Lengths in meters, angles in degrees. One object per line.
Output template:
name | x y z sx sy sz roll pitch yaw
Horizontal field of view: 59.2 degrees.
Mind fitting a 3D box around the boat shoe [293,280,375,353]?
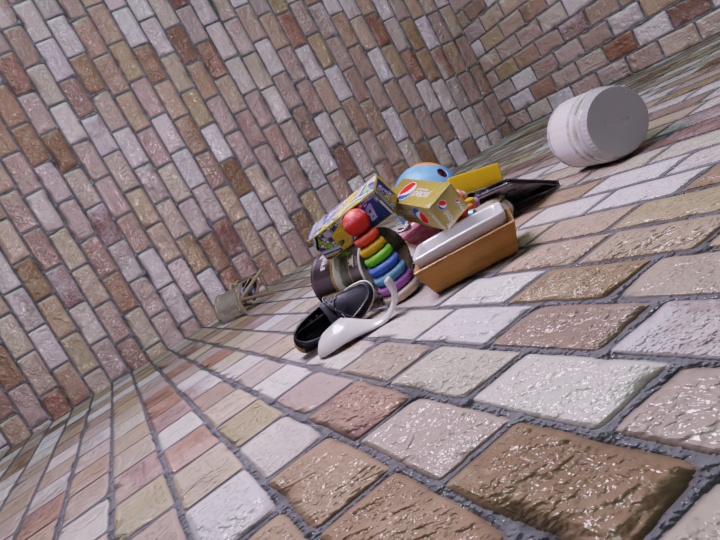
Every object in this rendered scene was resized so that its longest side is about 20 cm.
boat shoe | -0.053 0.090 1.258 0.199 0.075 0.062 -36 -21 -4

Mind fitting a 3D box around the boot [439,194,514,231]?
boot | 0.270 -0.108 1.372 0.153 0.073 0.200 -29 7 -10

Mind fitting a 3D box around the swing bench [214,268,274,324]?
swing bench | -0.513 0.114 2.722 0.198 0.131 0.200 -23 11 43

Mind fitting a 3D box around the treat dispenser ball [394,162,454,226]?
treat dispenser ball | 0.190 -0.205 1.805 0.199 0.203 0.201 -29 7 4

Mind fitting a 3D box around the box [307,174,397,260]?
box | -0.017 -0.107 1.317 0.199 0.070 0.065 -35 26 32

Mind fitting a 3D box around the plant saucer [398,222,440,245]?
plant saucer | 0.155 -0.084 1.525 0.199 0.051 0.201 -34 -10 -7

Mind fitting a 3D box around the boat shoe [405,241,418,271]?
boat shoe | 0.113 -0.029 1.428 0.201 0.076 0.075 -24 9 39

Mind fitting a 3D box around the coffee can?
coffee can | 0.000 0.000 1.405 0.146 0.148 0.199 -35 9 -37

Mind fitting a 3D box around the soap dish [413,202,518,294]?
soap dish | 0.196 -0.042 1.170 0.198 0.082 0.157 -28 8 14

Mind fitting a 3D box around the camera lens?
camera lens | 0.521 -0.317 1.411 0.159 0.161 0.200 -30 8 -4

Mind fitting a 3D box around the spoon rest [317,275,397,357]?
spoon rest | -0.003 0.098 1.176 0.200 0.061 0.099 -42 3 16

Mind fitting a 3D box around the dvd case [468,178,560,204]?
dvd case | 0.343 -0.179 1.462 0.198 0.016 0.148 -4 -11 -39

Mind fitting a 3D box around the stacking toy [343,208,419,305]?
stacking toy | 0.031 -0.032 1.260 0.085 0.201 0.085 -35 10 7

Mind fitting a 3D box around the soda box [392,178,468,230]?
soda box | 0.128 -0.137 1.274 0.068 0.064 0.200 -49 25 -8

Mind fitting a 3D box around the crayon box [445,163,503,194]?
crayon box | 0.265 -0.204 1.513 0.124 0.052 0.200 -17 0 0

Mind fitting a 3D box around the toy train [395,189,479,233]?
toy train | 0.168 -0.130 1.332 0.198 0.056 0.150 -6 19 41
